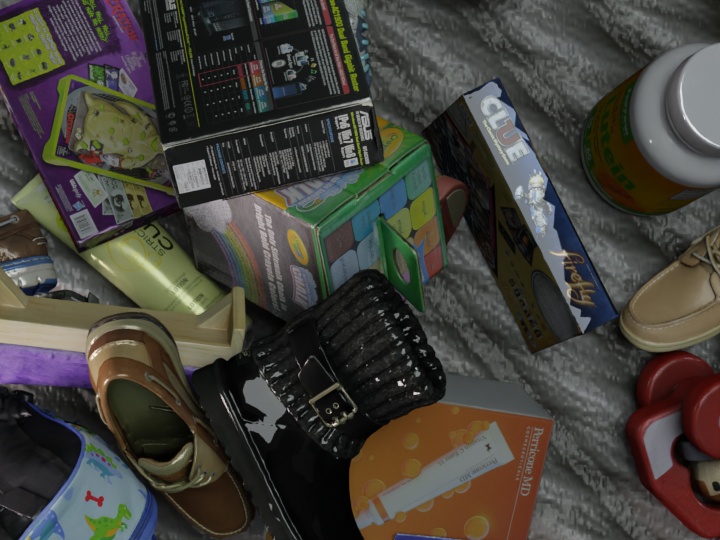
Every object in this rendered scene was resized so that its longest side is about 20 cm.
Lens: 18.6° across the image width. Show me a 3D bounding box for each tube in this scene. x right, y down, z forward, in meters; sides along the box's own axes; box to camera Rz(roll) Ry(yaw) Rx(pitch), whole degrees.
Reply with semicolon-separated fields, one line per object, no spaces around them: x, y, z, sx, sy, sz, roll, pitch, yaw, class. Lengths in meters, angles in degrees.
-0.170;-0.010;1.678;0.200;0.052;0.058;44;31;3;tube

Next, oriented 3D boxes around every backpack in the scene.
-0.231;0.196;1.554;0.147;0.200;0.183;46;73;-22;backpack

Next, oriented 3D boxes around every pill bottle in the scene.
0.250;-0.112;1.699;0.111;0.200;0.111;2;81;-11;pill bottle

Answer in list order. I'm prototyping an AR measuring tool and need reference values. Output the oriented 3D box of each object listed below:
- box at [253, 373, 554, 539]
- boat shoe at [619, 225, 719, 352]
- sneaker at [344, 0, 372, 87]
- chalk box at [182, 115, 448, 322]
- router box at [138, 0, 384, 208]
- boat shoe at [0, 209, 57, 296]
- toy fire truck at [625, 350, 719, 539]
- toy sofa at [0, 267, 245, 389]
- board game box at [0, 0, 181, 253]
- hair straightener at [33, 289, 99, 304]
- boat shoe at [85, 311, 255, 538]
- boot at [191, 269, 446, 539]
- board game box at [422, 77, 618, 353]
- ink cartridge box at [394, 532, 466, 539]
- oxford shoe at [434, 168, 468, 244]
0.027;0.142;1.644;0.200;0.097;0.124;9;101;-14;box
0.288;-0.006;1.750;0.200;0.065;0.071;-32;55;-20;boat shoe
-0.027;-0.180;1.727;0.086;0.078;0.200;26;85;-16;sneaker
-0.020;-0.037;1.602;0.200;0.124;0.124;28;53;34;chalk box
-0.074;-0.141;1.587;0.150;0.062;0.200;-13;41;0;router box
-0.330;0.000;1.636;0.200;0.072;0.072;-11;79;-23;boat shoe
0.315;0.136;1.731;0.200;0.112;0.168;-23;105;-13;toy fire truck
-0.183;0.060;1.592;0.200;0.083;0.098;7;110;-7;toy sofa
-0.203;-0.124;1.678;0.120;0.032;0.200;-24;76;-11;board game box
-0.170;0.084;1.663;0.200;0.041;0.077;36;77;-10;hair straightener
-0.136;0.121;1.539;0.076;0.074;0.200;-23;124;13;boat shoe
-0.004;0.119;1.528;0.158;0.079;0.211;-27;103;7;boot
0.120;-0.039;1.696;0.035;0.135;0.200;-26;88;-14;board game box
0.103;0.301;1.638;0.197;0.047;0.200;7;115;-9;ink cartridge box
0.000;0.000;1.712;0.075;0.070;0.200;33;79;26;oxford shoe
